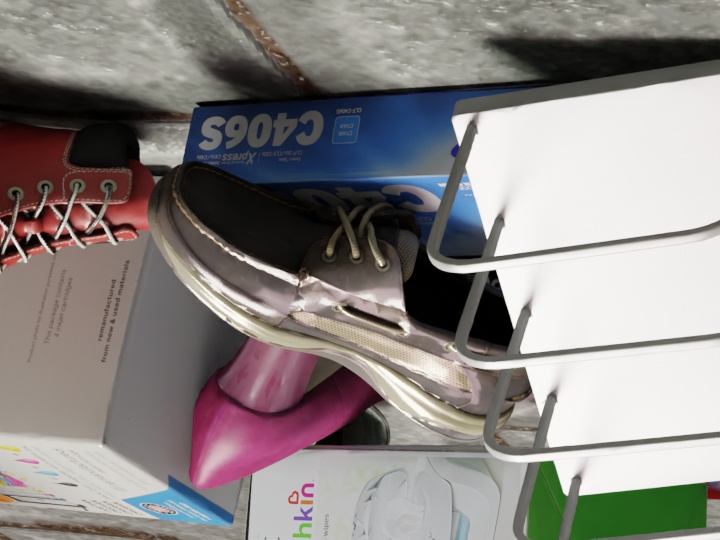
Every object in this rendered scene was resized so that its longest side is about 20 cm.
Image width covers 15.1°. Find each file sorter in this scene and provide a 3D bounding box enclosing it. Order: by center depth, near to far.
[{"bbox_3d":[0.119,0.037,1.110,0.138,0.125,0.201,-7,122,19],"label":"file sorter"}]

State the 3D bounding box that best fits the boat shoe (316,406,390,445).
[{"bbox_3d":[-0.050,0.076,1.623,0.071,0.072,0.200,-11,164,29],"label":"boat shoe"}]

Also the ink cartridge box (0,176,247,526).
[{"bbox_3d":[-0.169,0.040,1.428,0.199,0.145,0.147,3,161,27],"label":"ink cartridge box"}]

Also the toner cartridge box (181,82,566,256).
[{"bbox_3d":[0.025,-0.042,1.236,0.199,0.043,0.095,-2,159,33],"label":"toner cartridge box"}]

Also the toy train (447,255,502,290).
[{"bbox_3d":[0.080,0.014,1.332,0.199,0.086,0.114,-10,165,44],"label":"toy train"}]

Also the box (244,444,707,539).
[{"bbox_3d":[0.064,0.146,1.459,0.176,0.097,0.200,-3,170,33],"label":"box"}]

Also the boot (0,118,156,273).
[{"bbox_3d":[-0.171,-0.015,1.237,0.144,0.200,0.073,6,122,11],"label":"boot"}]

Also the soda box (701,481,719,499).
[{"bbox_3d":[0.216,0.089,1.502,0.199,0.064,0.070,1,160,28],"label":"soda box"}]

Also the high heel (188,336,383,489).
[{"bbox_3d":[-0.023,0.064,1.438,0.067,0.096,0.200,38,-163,28],"label":"high heel"}]

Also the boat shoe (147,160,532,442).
[{"bbox_3d":[0.000,0.000,1.218,0.199,0.075,0.073,29,127,-21],"label":"boat shoe"}]
